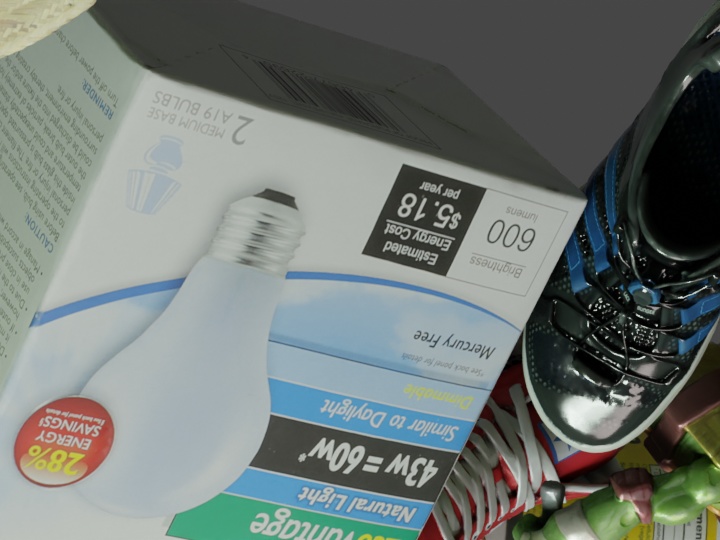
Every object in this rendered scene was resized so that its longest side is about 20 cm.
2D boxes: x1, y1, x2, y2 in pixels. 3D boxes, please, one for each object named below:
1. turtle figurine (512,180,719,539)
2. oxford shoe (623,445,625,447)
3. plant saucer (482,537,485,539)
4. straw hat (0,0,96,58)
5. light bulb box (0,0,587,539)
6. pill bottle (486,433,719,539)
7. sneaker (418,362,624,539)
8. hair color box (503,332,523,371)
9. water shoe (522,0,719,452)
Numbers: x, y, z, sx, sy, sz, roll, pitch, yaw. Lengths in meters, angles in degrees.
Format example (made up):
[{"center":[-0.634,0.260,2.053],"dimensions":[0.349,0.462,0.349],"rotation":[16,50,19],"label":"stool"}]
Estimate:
[{"center":[0.108,0.068,1.053],"dimensions":[0.143,0.195,0.200],"rotation":[-26,164,-13],"label":"turtle figurine"},{"center":[0.097,0.055,1.230],"dimensions":[0.072,0.085,0.200],"rotation":[2,158,-14],"label":"oxford shoe"},{"center":[0.030,0.151,1.270],"dimensions":[0.037,0.202,0.200],"rotation":[-3,157,-7],"label":"plant saucer"},{"center":[-0.150,-0.150,0.724],"dimensions":[0.199,0.086,0.202],"rotation":[-4,144,-3],"label":"straw hat"},{"center":[-0.058,0.012,0.940],"dimensions":[0.197,0.125,0.201],"rotation":[14,111,-33],"label":"light bulb box"},{"center":[0.136,0.139,1.391],"dimensions":[0.199,0.113,0.112],"rotation":[6,156,-18],"label":"pill bottle"},{"center":[0.051,0.091,1.085],"dimensions":[0.112,0.072,0.200],"rotation":[-16,-165,22],"label":"sneaker"},{"center":[0.000,0.000,1.117],"dimensions":[0.199,0.062,0.101],"rotation":[17,151,-37],"label":"hair color box"},{"center":[0.105,-0.013,0.915],"dimensions":[0.071,0.079,0.201],"rotation":[28,116,9],"label":"water shoe"}]
